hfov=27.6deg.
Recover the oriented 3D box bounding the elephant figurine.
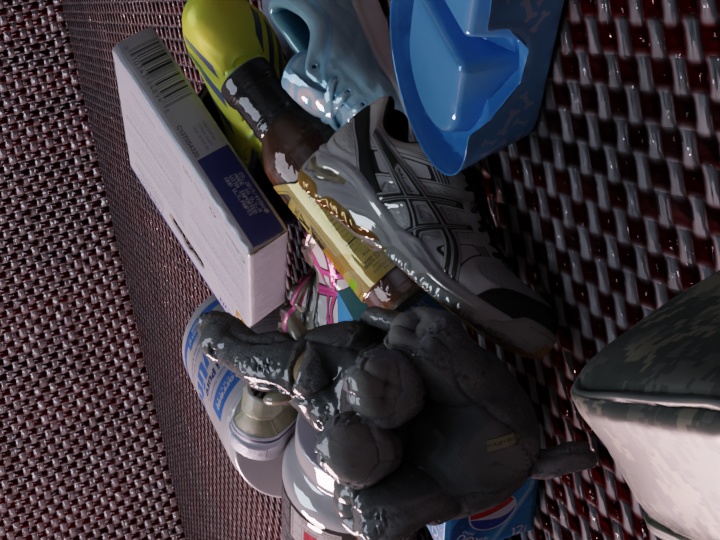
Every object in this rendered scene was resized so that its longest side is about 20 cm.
[{"bbox_3d":[0.012,0.071,0.876,0.156,0.141,0.200,58,169,-18],"label":"elephant figurine"}]

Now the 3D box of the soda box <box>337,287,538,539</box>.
[{"bbox_3d":[0.048,0.091,0.992,0.201,0.067,0.065,-119,20,-44],"label":"soda box"}]

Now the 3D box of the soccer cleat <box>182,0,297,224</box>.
[{"bbox_3d":[-0.076,-0.119,1.081,0.084,0.064,0.201,-109,-1,-46],"label":"soccer cleat"}]

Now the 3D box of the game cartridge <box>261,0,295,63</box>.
[{"bbox_3d":[-0.037,-0.121,1.173,0.133,0.041,0.202,-119,20,-55],"label":"game cartridge"}]

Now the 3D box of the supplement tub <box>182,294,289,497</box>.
[{"bbox_3d":[-0.085,0.108,1.380,0.200,0.131,0.133,-130,29,-59],"label":"supplement tub"}]

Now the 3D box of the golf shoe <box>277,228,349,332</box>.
[{"bbox_3d":[0.000,0.000,1.116,0.092,0.073,0.201,34,144,14],"label":"golf shoe"}]

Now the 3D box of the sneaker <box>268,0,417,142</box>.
[{"bbox_3d":[-0.008,-0.113,0.977,0.074,0.081,0.201,95,156,-53],"label":"sneaker"}]

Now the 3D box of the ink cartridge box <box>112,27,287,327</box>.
[{"bbox_3d":[-0.123,-0.061,1.149,0.197,0.043,0.200,55,165,15],"label":"ink cartridge box"}]

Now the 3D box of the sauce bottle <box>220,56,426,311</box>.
[{"bbox_3d":[-0.022,-0.059,1.005,0.201,0.064,0.065,53,160,12],"label":"sauce bottle"}]

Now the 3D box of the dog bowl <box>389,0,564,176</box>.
[{"bbox_3d":[0.061,-0.140,0.764,0.201,0.049,0.112,95,156,-53],"label":"dog bowl"}]

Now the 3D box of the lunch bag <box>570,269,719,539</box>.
[{"bbox_3d":[0.171,0.075,0.415,0.169,0.139,0.200,60,167,-6],"label":"lunch bag"}]

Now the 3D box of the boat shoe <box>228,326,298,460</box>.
[{"bbox_3d":[-0.049,0.077,1.214,0.200,0.071,0.062,-61,-7,-53],"label":"boat shoe"}]

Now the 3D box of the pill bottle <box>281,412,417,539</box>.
[{"bbox_3d":[-0.007,0.180,1.183,0.201,0.115,0.117,94,156,-52],"label":"pill bottle"}]

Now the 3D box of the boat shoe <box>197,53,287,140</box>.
[{"bbox_3d":[-0.106,-0.134,1.198,0.200,0.073,0.065,128,145,-56],"label":"boat shoe"}]

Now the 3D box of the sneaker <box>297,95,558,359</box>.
[{"bbox_3d":[0.050,-0.032,0.859,0.200,0.088,0.076,41,179,28],"label":"sneaker"}]
